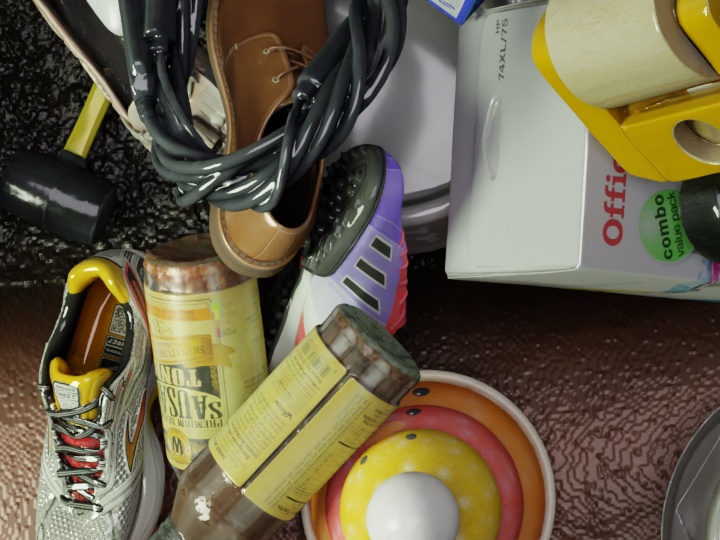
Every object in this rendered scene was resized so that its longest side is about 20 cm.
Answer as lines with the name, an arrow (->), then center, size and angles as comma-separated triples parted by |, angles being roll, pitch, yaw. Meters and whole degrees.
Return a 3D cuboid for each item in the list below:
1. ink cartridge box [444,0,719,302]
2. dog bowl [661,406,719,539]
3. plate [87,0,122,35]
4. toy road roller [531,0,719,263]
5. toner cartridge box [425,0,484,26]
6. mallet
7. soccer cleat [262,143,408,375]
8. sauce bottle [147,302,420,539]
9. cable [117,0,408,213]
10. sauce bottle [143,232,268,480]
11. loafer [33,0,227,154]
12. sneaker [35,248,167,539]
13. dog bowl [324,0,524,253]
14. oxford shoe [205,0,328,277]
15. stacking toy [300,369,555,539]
ink cartridge box -> 0.167, -0.061, 1.547 | 0.199, 0.146, 0.148 | 5, 87, -27
dog bowl -> 0.266, 0.152, 1.613 | 0.199, 0.059, 0.201 | 0, 86, 2
plate -> -0.103, -0.253, 1.616 | 0.199, 0.032, 0.200 | -30, 68, -15
toy road roller -> 0.197, -0.108, 1.419 | 0.200, 0.123, 0.146 | 43, 58, -25
toner cartridge box -> 0.075, -0.229, 1.595 | 0.095, 0.043, 0.200 | 38, 53, 5
mallet -> -0.135, -0.110, 1.660 | 0.066, 0.041, 0.201 | 30, 85, 5
soccer cleat -> 0.000, 0.000, 1.579 | 0.073, 0.200, 0.068 | 14, 53, -10
sauce bottle -> -0.055, 0.106, 1.553 | 0.065, 0.065, 0.200 | 46, 101, 4
cable -> -0.046, -0.116, 1.489 | 0.163, 0.051, 0.201 | -22, 52, 14
sauce bottle -> -0.079, 0.082, 1.608 | 0.066, 0.066, 0.201 | -7, 106, 2
loafer -> -0.118, -0.106, 1.597 | 0.200, 0.063, 0.072 | 48, 115, 20
sneaker -> -0.155, 0.084, 1.619 | 0.077, 0.082, 0.201 | 5, 86, 24
dog bowl -> 0.017, -0.111, 1.636 | 0.199, 0.059, 0.201 | 0, 87, 4
oxford shoe -> -0.040, -0.101, 1.538 | 0.071, 0.071, 0.201 | 5, 72, -22
stacking toy -> 0.036, 0.127, 1.554 | 0.145, 0.200, 0.147 | 0, 88, 2
